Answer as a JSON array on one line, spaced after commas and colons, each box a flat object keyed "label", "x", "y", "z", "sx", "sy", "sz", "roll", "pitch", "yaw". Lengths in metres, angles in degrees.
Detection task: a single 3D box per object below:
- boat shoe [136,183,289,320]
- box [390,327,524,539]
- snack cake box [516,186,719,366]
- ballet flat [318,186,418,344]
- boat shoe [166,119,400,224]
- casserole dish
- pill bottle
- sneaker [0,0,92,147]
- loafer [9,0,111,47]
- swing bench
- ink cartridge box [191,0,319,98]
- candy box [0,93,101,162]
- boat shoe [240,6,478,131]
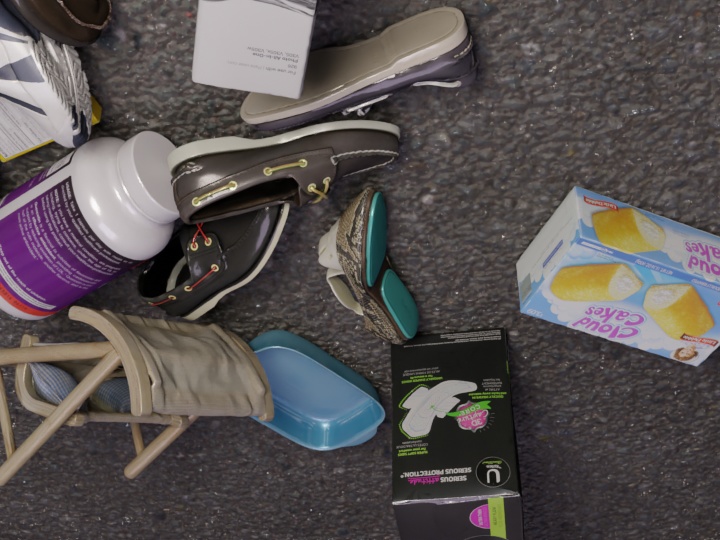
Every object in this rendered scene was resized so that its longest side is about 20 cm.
[{"label": "boat shoe", "x": -0.135, "y": -0.019, "z": 1.167, "sx": 0.063, "sy": 0.074, "sz": 0.201, "roll": 21, "pitch": 139, "yaw": -32}, {"label": "box", "x": 0.098, "y": 0.183, "z": 1.290, "sx": 0.123, "sy": 0.201, "sz": 0.149, "roll": -5, "pitch": 138, "yaw": 7}, {"label": "snack cake box", "x": 0.259, "y": 0.009, "z": 1.194, "sx": 0.198, "sy": 0.068, "sz": 0.115, "roll": 17, "pitch": 135, "yaw": -16}, {"label": "ballet flat", "x": 0.000, "y": 0.000, "z": 1.199, "sx": 0.074, "sy": 0.068, "sz": 0.201, "roll": 5, "pitch": 143, "yaw": 20}, {"label": "boat shoe", "x": -0.059, "y": -0.081, "z": 1.075, "sx": 0.199, "sy": 0.061, "sz": 0.072, "roll": -10, "pitch": 163, "yaw": -9}, {"label": "casserole dish", "x": -0.063, "y": 0.124, "z": 1.351, "sx": 0.121, "sy": 0.039, "sz": 0.199, "roll": -33, "pitch": 128, "yaw": 32}, {"label": "pill bottle", "x": -0.241, "y": -0.042, "z": 1.117, "sx": 0.199, "sy": 0.113, "sz": 0.112, "roll": -26, "pitch": 131, "yaw": 28}, {"label": "sneaker", "x": -0.301, "y": -0.162, "z": 0.974, "sx": 0.128, "sy": 0.080, "sz": 0.200, "roll": -19, "pitch": 134, "yaw": 16}, {"label": "loafer", "x": -0.233, "y": -0.246, "z": 0.920, "sx": 0.071, "sy": 0.074, "sz": 0.201, "roll": -16, "pitch": 136, "yaw": 19}, {"label": "swing bench", "x": -0.223, "y": 0.111, "z": 1.222, "sx": 0.199, "sy": 0.131, "sz": 0.198, "roll": -26, "pitch": 160, "yaw": 25}, {"label": "ink cartridge box", "x": -0.062, "y": -0.240, "z": 0.867, "sx": 0.083, "sy": 0.147, "sz": 0.201, "roll": 7, "pitch": 137, "yaw": -7}, {"label": "candy box", "x": -0.305, "y": -0.177, "z": 1.033, "sx": 0.101, "sy": 0.027, "sz": 0.201, "roll": -17, "pitch": 135, "yaw": 18}, {"label": "boat shoe", "x": 0.000, "y": -0.144, "z": 1.029, "sx": 0.198, "sy": 0.073, "sz": 0.063, "roll": -19, "pitch": 131, "yaw": 15}]
